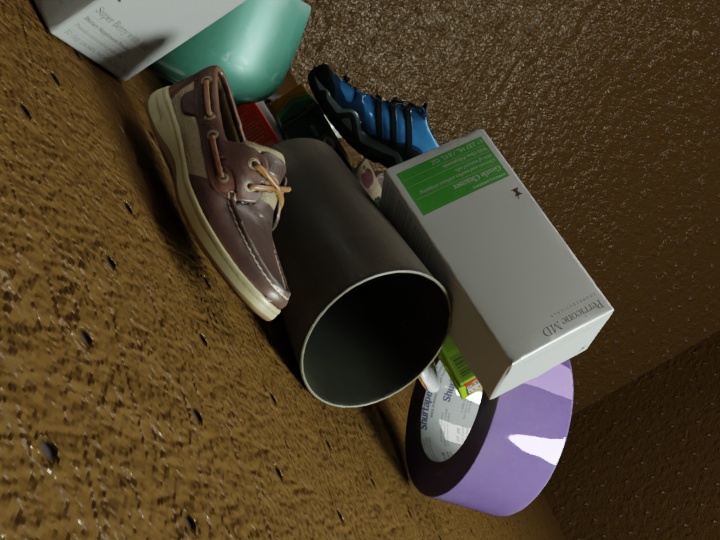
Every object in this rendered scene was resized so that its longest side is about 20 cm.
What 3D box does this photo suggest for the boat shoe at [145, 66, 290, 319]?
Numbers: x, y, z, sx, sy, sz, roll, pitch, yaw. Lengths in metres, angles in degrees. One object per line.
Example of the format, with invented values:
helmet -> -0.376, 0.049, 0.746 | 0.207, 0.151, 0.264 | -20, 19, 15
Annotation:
boat shoe -> -0.086, -0.063, 0.604 | 0.201, 0.072, 0.072 | 63, 7, 28

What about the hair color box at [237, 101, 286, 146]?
hair color box -> -0.099, -0.114, 0.962 | 0.201, 0.061, 0.102 | 57, 5, -20

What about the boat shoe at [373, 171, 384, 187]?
boat shoe -> 0.025, -0.032, 1.057 | 0.072, 0.071, 0.202 | 29, 60, -42

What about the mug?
mug -> -0.135, -0.228, 0.829 | 0.151, 0.115, 0.185 | 23, 11, -1

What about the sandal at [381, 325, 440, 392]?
sandal -> 0.024, 0.054, 0.863 | 0.080, 0.059, 0.207 | 62, 3, -38

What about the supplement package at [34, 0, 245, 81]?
supplement package -> -0.141, -0.254, 0.623 | 0.121, 0.199, 0.121 | 59, 7, 8

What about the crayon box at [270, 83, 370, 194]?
crayon box -> -0.053, -0.152, 1.038 | 0.128, 0.051, 0.200 | 58, 2, -22

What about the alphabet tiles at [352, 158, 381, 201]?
alphabet tiles -> 0.000, 0.000, 0.926 | 0.168, 0.007, 0.200 | 63, 39, -25

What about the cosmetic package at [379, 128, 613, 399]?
cosmetic package -> 0.108, -0.008, 0.737 | 0.201, 0.107, 0.085 | 57, -19, 23

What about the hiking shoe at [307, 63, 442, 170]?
hiking shoe -> 0.030, -0.156, 0.922 | 0.200, 0.087, 0.074 | 44, 2, -4

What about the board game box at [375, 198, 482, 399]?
board game box -> 0.090, 0.007, 0.813 | 0.201, 0.101, 0.048 | 61, -1, 23

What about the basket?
basket -> -0.027, -0.011, 0.749 | 0.201, 0.135, 0.181 | 59, -9, 34

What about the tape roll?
tape roll -> 0.128, 0.145, 0.893 | 0.084, 0.202, 0.200 | 19, 20, -16

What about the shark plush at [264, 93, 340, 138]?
shark plush -> -0.097, -0.212, 1.174 | 0.083, 0.198, 0.092 | -51, 145, -44
